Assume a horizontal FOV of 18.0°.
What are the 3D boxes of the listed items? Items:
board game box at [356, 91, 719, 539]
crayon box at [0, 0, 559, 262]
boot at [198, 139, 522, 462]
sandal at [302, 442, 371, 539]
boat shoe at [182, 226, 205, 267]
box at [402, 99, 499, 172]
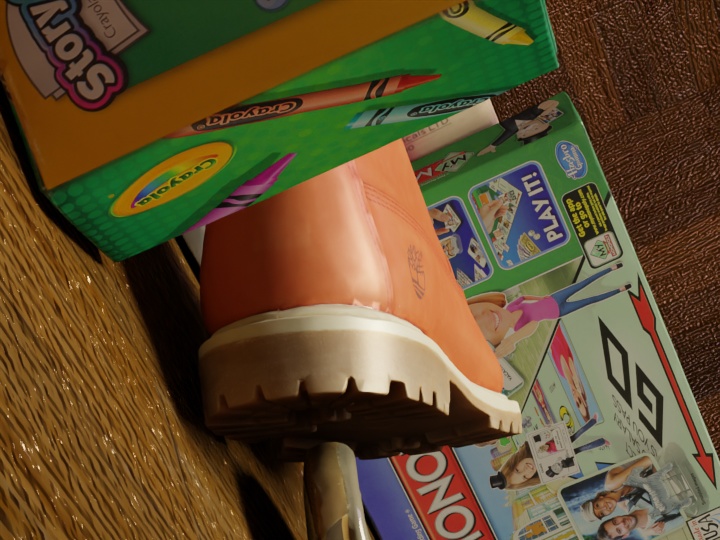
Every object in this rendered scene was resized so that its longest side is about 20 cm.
[{"bbox_3d":[0.054,0.046,0.869,0.029,0.134,0.200,-109,174,-61],"label":"board game box"},{"bbox_3d":[-0.047,-0.118,0.538,0.058,0.118,0.201,55,12,-73],"label":"crayon box"},{"bbox_3d":[0.000,0.000,0.651,0.200,0.075,0.108,54,28,-75],"label":"boot"},{"bbox_3d":[0.031,0.121,0.645,0.080,0.054,0.200,-109,174,-58],"label":"sandal"},{"bbox_3d":[-0.044,-0.066,0.670,0.072,0.066,0.200,-109,175,-54],"label":"boat shoe"},{"bbox_3d":[-0.034,-0.117,0.826,0.200,0.109,0.128,63,5,-50],"label":"box"}]
